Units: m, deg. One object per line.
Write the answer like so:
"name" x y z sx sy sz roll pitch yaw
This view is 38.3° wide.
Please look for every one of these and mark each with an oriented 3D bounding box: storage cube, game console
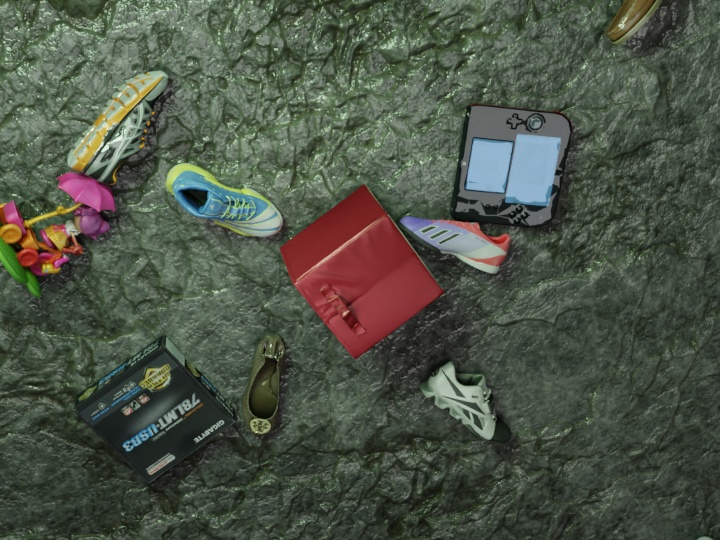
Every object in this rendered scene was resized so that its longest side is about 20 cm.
"storage cube" 0.000 0.000 1.654 0.180 0.200 0.171 -37 113 2
"game console" 0.247 -0.170 1.703 0.177 0.031 0.200 3 112 -10

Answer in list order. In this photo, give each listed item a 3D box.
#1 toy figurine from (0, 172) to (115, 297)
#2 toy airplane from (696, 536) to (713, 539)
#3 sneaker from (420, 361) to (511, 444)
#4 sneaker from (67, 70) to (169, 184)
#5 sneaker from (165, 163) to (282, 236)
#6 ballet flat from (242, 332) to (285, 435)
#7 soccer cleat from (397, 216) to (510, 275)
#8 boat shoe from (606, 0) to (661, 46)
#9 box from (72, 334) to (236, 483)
"toy figurine" -0.462 -0.069 1.608 0.184 0.150 0.200 -26 137 -6
"toy airplane" 0.686 0.588 2.033 0.200 0.141 0.199 15 143 -28
"sneaker" 0.209 0.235 1.849 0.200 0.074 0.089 36 106 -21
"sneaker" -0.353 -0.217 1.569 0.200 0.078 0.077 -49 121 2
"sneaker" -0.214 -0.094 1.630 0.200 0.105 0.076 23 109 -16
"ballet flat" -0.165 0.204 1.798 0.067 0.046 0.200 9 112 -11
"soccer cleat" 0.155 -0.059 1.719 0.200 0.068 0.073 22 108 -21
"boat shoe" 0.435 -0.441 1.595 0.068 0.072 0.200 36 95 -16
"box" -0.352 0.241 1.789 0.200 0.050 0.199 -34 113 8
